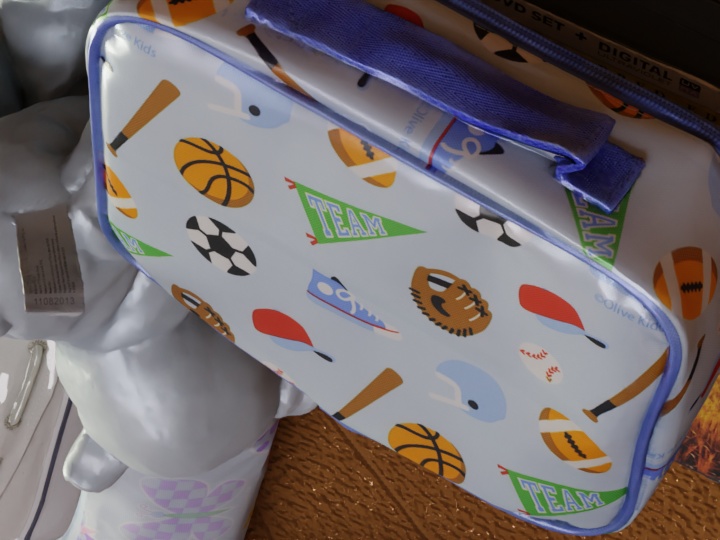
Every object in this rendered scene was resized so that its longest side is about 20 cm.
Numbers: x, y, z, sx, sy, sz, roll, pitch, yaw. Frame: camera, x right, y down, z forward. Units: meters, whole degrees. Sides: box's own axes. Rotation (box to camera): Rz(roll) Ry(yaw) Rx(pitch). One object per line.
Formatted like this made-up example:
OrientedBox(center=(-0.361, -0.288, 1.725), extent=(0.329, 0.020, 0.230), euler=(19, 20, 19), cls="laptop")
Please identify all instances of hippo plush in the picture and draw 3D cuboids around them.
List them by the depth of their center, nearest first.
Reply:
OrientedBox(center=(-0.064, -0.009, 0.998), extent=(0.159, 0.200, 0.161), euler=(-25, 131, 16), cls="hippo plush")

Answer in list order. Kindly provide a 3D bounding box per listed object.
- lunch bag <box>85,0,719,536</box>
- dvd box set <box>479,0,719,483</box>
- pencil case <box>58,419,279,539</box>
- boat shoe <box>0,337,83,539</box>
OrientedBox(center=(0.020, -0.017, 0.819), extent=(0.199, 0.076, 0.160), euler=(28, 150, 13), cls="lunch bag")
OrientedBox(center=(0.065, -0.022, 0.876), extent=(0.146, 0.029, 0.200), euler=(27, 151, 13), cls="dvd box set")
OrientedBox(center=(-0.089, 0.088, 1.241), extent=(0.090, 0.083, 0.200), euler=(2, 145, -15), cls="pencil case")
OrientedBox(center=(-0.136, 0.023, 1.128), extent=(0.072, 0.065, 0.201), euler=(51, 136, 39), cls="boat shoe")
